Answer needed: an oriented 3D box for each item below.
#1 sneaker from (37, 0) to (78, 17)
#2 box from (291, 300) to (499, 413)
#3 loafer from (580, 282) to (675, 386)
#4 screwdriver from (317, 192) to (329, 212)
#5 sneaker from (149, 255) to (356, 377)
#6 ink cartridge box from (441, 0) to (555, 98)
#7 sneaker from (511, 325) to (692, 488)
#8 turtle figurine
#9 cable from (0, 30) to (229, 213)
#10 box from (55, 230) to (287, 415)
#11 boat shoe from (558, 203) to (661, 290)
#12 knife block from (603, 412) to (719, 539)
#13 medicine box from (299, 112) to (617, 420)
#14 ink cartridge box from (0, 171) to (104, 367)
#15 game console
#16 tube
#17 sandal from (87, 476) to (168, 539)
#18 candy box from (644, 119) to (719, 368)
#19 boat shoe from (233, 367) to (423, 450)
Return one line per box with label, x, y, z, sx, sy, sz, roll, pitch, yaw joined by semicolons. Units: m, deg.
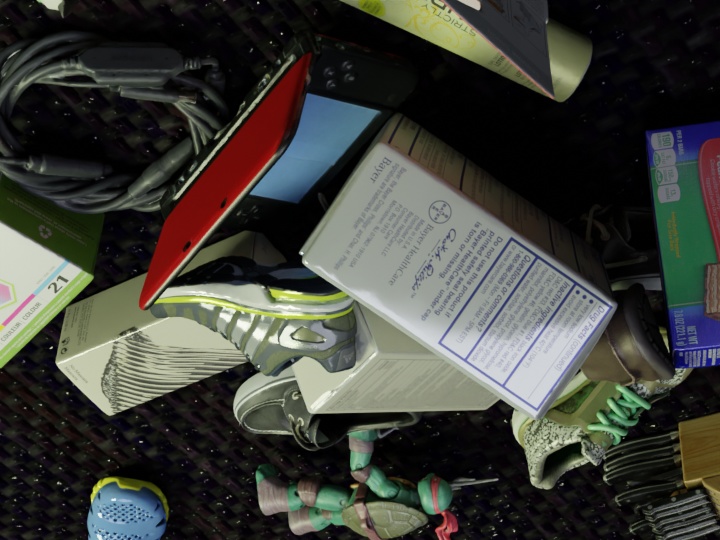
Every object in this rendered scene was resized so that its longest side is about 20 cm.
sneaker;-0.237;-0.257;1.138;0.088;0.077;0.201;6;133;9
box;0.045;0.057;1.364;0.199;0.078;0.095;5;143;-44
loafer;0.190;0.060;1.297;0.070;0.074;0.200;-20;170;4
screwdriver;0.000;0.000;1.401;0.028;0.029;0.201;-23;131;5
sneaker;-0.083;0.038;1.295;0.199;0.074;0.082;4;111;41
ink cartridge box;0.042;-0.207;1.095;0.043;0.175;0.199;-34;124;31
sneaker;0.211;0.124;1.461;0.077;0.089;0.200;30;129;-25
turtle figurine;0.015;0.195;1.553;0.198;0.101;0.150;-11;134;21
cable;-0.195;-0.107;1.302;0.198;0.051;0.164;-2;139;-1
box;-0.148;0.044;1.427;0.199;0.069;0.082;-23;130;24
boat shoe;0.192;-0.023;1.348;0.198;0.071;0.064;-4;136;-5
knife block;0.322;0.163;1.536;0.200;0.175;0.064;-46;133;-16
medicine box;0.073;-0.009;1.231;0.199;0.182;0.103;35;102;-2
ink cartridge box;-0.326;-0.029;1.360;0.199;0.076;0.148;31;129;-26
game console;-0.056;-0.061;1.244;0.171;0.119;0.200;9;138;-41
tube;0.066;-0.180;1.212;0.199;0.052;0.058;24;100;-14
sandal;-0.230;0.276;1.650;0.079;0.088;0.201;9;133;-4
candy box;0.316;-0.026;1.260;0.198;0.171;0.077;-7;167;8
boat shoe;-0.028;0.121;1.485;0.198;0.067;0.070;-11;138;26
